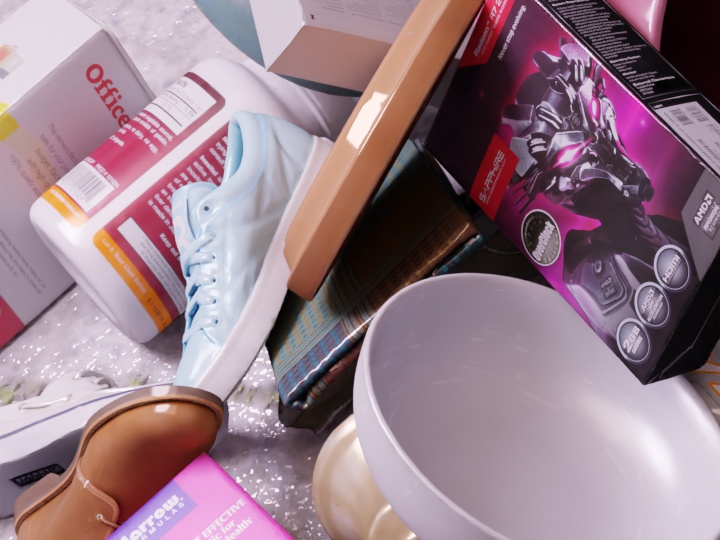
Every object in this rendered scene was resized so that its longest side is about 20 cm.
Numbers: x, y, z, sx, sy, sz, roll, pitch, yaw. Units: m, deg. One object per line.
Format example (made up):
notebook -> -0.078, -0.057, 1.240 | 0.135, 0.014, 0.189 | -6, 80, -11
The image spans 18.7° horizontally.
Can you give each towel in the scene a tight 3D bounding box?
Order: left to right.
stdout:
towel -> 0.000, 0.000, 1.253 | 0.147, 0.022, 0.200 | -44, 17, 6

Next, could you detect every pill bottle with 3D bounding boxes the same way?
pill bottle -> -0.099, -0.058, 1.366 | 0.200, 0.113, 0.113 | -41, 47, -9

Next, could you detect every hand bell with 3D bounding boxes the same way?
hand bell -> 0.034, 0.150, 1.083 | 0.104, 0.104, 0.200 | -26, 21, 5

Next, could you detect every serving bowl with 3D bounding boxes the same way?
serving bowl -> 0.082, 0.092, 1.078 | 0.199, 0.066, 0.201 | 17, 38, -13

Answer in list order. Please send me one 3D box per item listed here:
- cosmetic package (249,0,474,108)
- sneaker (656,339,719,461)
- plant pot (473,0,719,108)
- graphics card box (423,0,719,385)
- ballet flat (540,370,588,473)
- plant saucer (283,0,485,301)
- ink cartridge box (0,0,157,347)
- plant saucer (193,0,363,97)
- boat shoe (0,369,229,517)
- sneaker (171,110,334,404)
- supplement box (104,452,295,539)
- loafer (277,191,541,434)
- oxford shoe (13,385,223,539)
cosmetic package -> 0.029, -0.146, 1.317 | 0.051, 0.199, 0.083 | -47, 46, 40
sneaker -> 0.174, 0.060, 1.163 | 0.092, 0.076, 0.200 | -47, 47, -8
plant pot -> 0.168, -0.126, 1.248 | 0.179, 0.200, 0.200 | 9, 57, 49
graphics card box -> 0.123, -0.054, 1.123 | 0.051, 0.126, 0.200 | -13, 50, -40
ballet flat -> 0.113, 0.106, 1.167 | 0.070, 0.071, 0.201 | -4, 52, 24
plant saucer -> 0.010, -0.077, 1.191 | 0.032, 0.200, 0.201 | 29, 65, 0
ink cartridge box -> -0.224, -0.061, 1.410 | 0.200, 0.145, 0.083 | -42, 46, -10
plant saucer -> -0.032, -0.200, 1.365 | 0.027, 0.199, 0.201 | -43, 33, 43
boat shoe -> -0.171, 0.092, 1.314 | 0.199, 0.071, 0.070 | -20, 50, 20
sneaker -> -0.082, -0.005, 1.265 | 0.082, 0.074, 0.201 | 27, 58, -9
supplement box -> -0.047, 0.203, 1.136 | 0.101, 0.104, 0.200 | -42, 45, -11
loafer -> 0.035, 0.031, 1.252 | 0.200, 0.070, 0.075 | -42, 16, 13
oxford shoe -> -0.133, 0.130, 1.220 | 0.200, 0.071, 0.072 | -47, 37, 43
